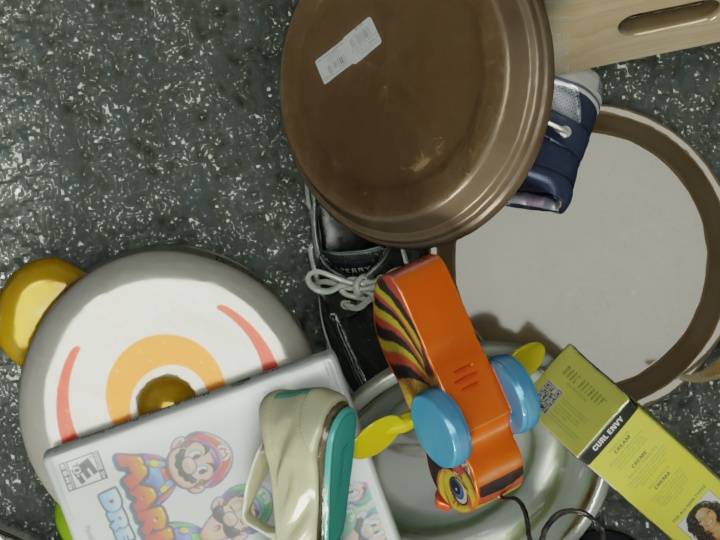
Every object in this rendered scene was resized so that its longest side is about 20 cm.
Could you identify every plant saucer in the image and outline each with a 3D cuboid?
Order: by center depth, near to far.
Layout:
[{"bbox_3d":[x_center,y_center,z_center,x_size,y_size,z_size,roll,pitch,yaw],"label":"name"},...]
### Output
[{"bbox_3d":[0.025,-0.113,1.656,0.199,0.029,0.201,-1,89,39],"label":"plant saucer"},{"bbox_3d":[0.058,0.117,1.749,0.199,0.050,0.201,-7,124,-10],"label":"plant saucer"},{"bbox_3d":[0.140,-0.006,1.780,0.199,0.029,0.201,0,93,-3],"label":"plant saucer"}]

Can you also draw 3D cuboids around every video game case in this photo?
[{"bbox_3d":[-0.068,0.168,1.654,0.181,0.024,0.201,-19,101,1],"label":"video game case"}]

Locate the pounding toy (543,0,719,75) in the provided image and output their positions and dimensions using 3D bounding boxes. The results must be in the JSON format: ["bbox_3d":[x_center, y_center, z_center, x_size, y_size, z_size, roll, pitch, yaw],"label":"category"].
[{"bbox_3d":[0.194,-0.204,1.711,0.199,0.142,0.185,-11,61,-2],"label":"pounding toy"}]

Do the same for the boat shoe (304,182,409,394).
[{"bbox_3d":[0.003,-0.001,1.747,0.073,0.068,0.201,-5,93,12],"label":"boat shoe"}]

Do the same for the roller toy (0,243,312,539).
[{"bbox_3d":[-0.117,0.074,1.716,0.181,0.140,0.201,-16,93,-2],"label":"roller toy"}]

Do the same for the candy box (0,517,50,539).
[{"bbox_3d":[-0.270,0.211,1.756,0.199,0.061,0.137,25,91,-3],"label":"candy box"}]

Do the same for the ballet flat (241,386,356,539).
[{"bbox_3d":[-0.037,0.161,1.615,0.069,0.070,0.201,2,104,-3],"label":"ballet flat"}]

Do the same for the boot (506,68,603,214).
[{"bbox_3d":[0.044,-0.100,1.725,0.199,0.073,0.091,13,66,8],"label":"boot"}]

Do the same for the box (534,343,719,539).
[{"bbox_3d":[0.183,0.126,1.719,0.050,0.075,0.200,-49,130,2],"label":"box"}]

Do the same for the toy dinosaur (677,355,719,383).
[{"bbox_3d":[0.281,0.024,1.774,0.101,0.058,0.200,39,73,1],"label":"toy dinosaur"}]

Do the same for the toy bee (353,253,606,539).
[{"bbox_3d":[0.054,0.098,1.638,0.130,0.109,0.201,-2,71,-20],"label":"toy bee"}]

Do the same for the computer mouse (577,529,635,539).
[{"bbox_3d":[0.173,0.273,1.788,0.140,0.046,0.201,13,92,-3],"label":"computer mouse"}]
